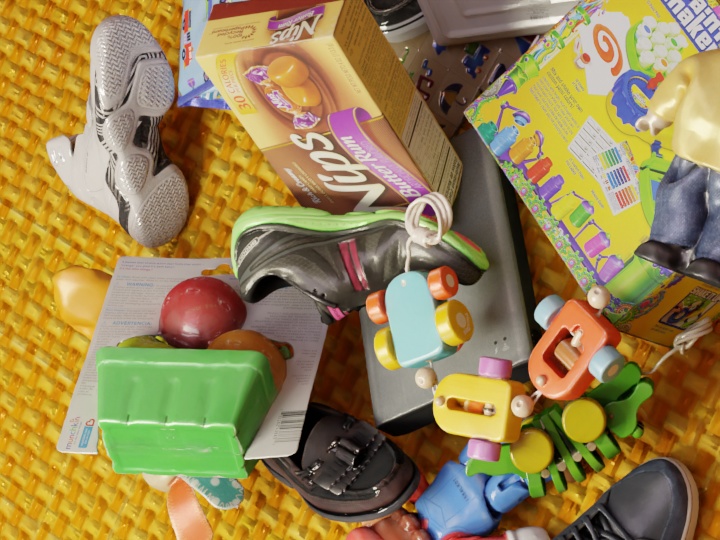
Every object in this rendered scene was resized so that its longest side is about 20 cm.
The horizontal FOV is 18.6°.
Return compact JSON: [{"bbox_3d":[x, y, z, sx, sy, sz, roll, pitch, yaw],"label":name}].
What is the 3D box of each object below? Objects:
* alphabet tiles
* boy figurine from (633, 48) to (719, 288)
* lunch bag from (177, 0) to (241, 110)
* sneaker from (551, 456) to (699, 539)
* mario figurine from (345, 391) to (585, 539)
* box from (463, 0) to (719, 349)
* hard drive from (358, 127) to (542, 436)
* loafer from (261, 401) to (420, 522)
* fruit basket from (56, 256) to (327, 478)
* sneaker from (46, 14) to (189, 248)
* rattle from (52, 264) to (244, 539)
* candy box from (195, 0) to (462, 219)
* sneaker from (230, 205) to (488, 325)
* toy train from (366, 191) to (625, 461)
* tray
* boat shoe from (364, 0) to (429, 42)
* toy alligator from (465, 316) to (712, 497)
[{"bbox_3d":[0.074,-0.191,1.691,0.167,0.008,0.201,36,102,33],"label":"alphabet tiles"},{"bbox_3d":[0.233,-0.092,1.387,0.124,0.064,0.202,18,90,33],"label":"boy figurine"},{"bbox_3d":[-0.079,-0.214,1.682,0.200,0.093,0.152,149,125,-75],"label":"lunch bag"},{"bbox_3d":[0.138,0.206,1.492,0.203,0.146,0.077,-53,57,12],"label":"sneaker"},{"bbox_3d":[0.070,0.179,1.600,0.200,0.106,0.124,-41,25,9],"label":"mario figurine"},{"bbox_3d":[0.214,-0.088,1.509,0.192,0.122,0.201,-42,61,20],"label":"box"},{"bbox_3d":[0.060,0.006,1.627,0.139,0.033,0.202,-26,56,28],"label":"hard drive"},{"bbox_3d":[-0.031,0.133,1.620,0.072,0.063,0.199,-46,26,-16],"label":"loafer"},{"bbox_3d":[-0.116,0.066,1.639,0.183,0.094,0.201,0,39,12],"label":"fruit basket"},{"bbox_3d":[-0.207,-0.120,1.783,0.114,0.075,0.202,23,133,41],"label":"sneaker"},{"bbox_3d":[-0.165,0.101,1.689,0.129,0.143,0.201,-17,48,25],"label":"rattle"},{"bbox_3d":[-0.020,-0.113,1.575,0.116,0.200,0.057,-4,50,28],"label":"candy box"},{"bbox_3d":[0.000,0.000,1.591,0.198,0.077,0.085,2,79,23],"label":"sneaker"},{"bbox_3d":[0.095,0.042,1.489,0.200,0.055,0.151,41,109,35],"label":"toy train"},{"bbox_3d":[0.123,-0.211,1.601,0.198,0.108,0.022,-4,42,30],"label":"tray"},{"bbox_3d":[0.065,-0.257,1.662,0.200,0.071,0.072,-44,61,19],"label":"boat shoe"},{"bbox_3d":[0.166,0.105,1.498,0.199,0.059,0.055,-31,91,10],"label":"toy alligator"}]
